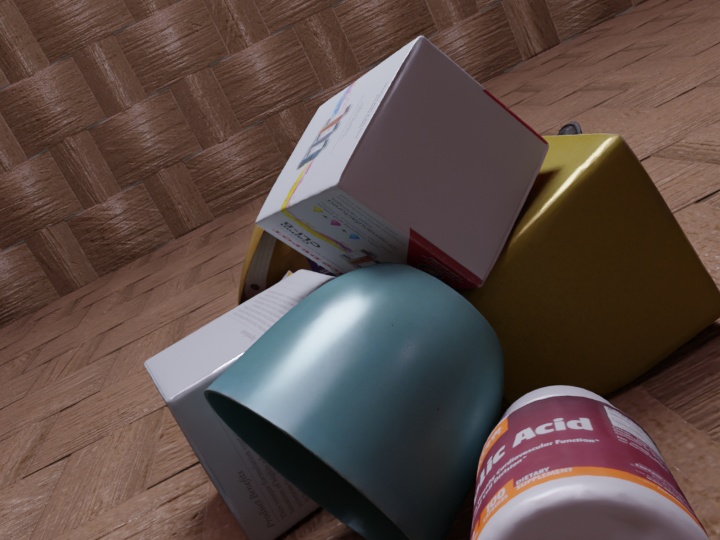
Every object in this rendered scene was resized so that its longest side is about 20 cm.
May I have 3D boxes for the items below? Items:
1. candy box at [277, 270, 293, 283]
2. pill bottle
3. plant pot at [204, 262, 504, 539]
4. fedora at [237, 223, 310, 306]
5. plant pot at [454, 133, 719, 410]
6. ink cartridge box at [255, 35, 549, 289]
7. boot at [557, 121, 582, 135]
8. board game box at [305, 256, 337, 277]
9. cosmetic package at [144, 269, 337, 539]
[{"bbox_3d":[-0.118,0.108,0.883,0.200,0.061,0.136,-46,29,-3],"label":"candy box"},{"bbox_3d":[0.120,0.136,0.408,0.114,0.114,0.200,-23,1,12],"label":"pill bottle"},{"bbox_3d":[0.012,0.092,0.547,0.161,0.201,0.201,-51,25,-23],"label":"plant pot"},{"bbox_3d":[-0.102,-0.013,0.994,0.082,0.201,0.201,17,24,3],"label":"fedora"},{"bbox_3d":[0.158,0.014,0.669,0.200,0.196,0.194,-41,18,-8],"label":"plant pot"},{"bbox_3d":[0.026,-0.075,0.638,0.145,0.145,0.200,-62,20,-16],"label":"ink cartridge box"},{"bbox_3d":[0.309,-0.181,1.248,0.174,0.069,0.200,-24,18,7],"label":"boot"},{"bbox_3d":[0.000,0.000,0.988,0.057,0.165,0.200,-21,16,18],"label":"board game box"},{"bbox_3d":[-0.077,0.121,0.720,0.200,0.167,0.166,-31,16,-18],"label":"cosmetic package"}]
